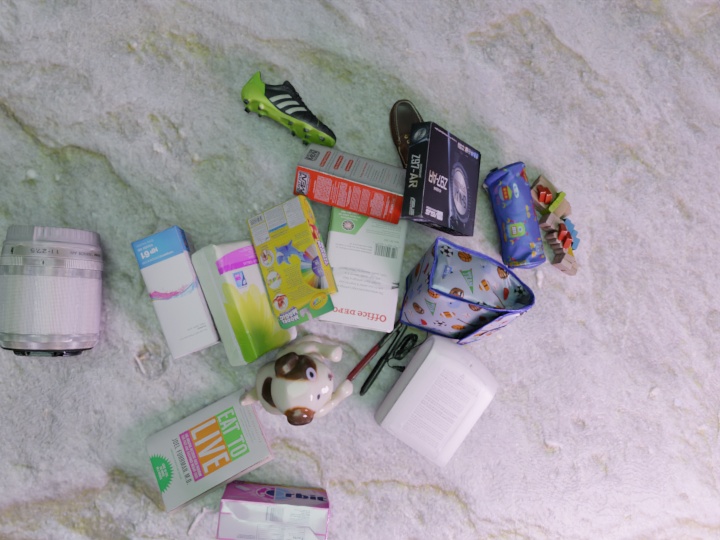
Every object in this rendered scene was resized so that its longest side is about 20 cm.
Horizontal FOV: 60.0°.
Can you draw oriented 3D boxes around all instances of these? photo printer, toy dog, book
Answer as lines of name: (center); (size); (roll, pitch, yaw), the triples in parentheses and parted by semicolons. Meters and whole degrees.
photo printer: (0.141, 0.231, 1.131); (0.164, 0.070, 0.203); (33, 96, -10)
toy dog: (-0.109, 0.184, 1.051); (0.188, 0.200, 0.144); (-4, 85, -15)
book: (-0.267, 0.314, 1.102); (0.196, 0.048, 0.136); (-27, 70, -7)

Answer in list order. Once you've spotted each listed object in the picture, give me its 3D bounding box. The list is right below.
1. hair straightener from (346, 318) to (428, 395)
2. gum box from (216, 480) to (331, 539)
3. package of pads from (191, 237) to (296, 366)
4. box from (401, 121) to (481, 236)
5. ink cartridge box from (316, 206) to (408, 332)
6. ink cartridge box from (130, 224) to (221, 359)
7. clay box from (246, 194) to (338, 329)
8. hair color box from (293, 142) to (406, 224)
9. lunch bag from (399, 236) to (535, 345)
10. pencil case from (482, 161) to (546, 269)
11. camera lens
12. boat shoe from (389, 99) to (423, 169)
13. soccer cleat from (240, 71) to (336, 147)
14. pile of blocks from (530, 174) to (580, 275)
hair straightener: (0.062, 0.155, 1.167); (0.077, 0.041, 0.201); (42, 79, -4)
gum box: (-0.144, 0.422, 1.087); (0.193, 0.113, 0.068); (8, 87, -6)
package of pads: (-0.196, 0.049, 1.081); (0.067, 0.154, 0.205); (-21, 89, 23)
box: (0.149, -0.157, 1.119); (0.043, 0.198, 0.166); (4, 85, 36)
ink cartridge box: (0.000, 0.000, 1.138); (0.141, 0.084, 0.207); (10, 86, -6)
ink cartridge box: (-0.307, 0.040, 1.070); (0.083, 0.144, 0.205); (-21, 90, -7)
clay box: (-0.114, -0.012, 1.080); (0.112, 0.047, 0.206); (-20, 84, 18)
hair color box: (-0.013, -0.158, 1.117); (0.194, 0.102, 0.062); (17, 126, 3)
lunch bag: (0.187, 0.054, 1.106); (0.195, 0.170, 0.127); (18, 64, -9)
pencil case: (0.290, -0.102, 1.179); (0.084, 0.078, 0.206); (-14, 89, 13)
camera lens: (-0.514, 0.036, 1.039); (0.155, 0.160, 0.207); (2, 87, -6)
boat shoe: (0.105, -0.226, 1.169); (0.068, 0.070, 0.206); (-16, 88, -6)
soccer cleat: (-0.125, -0.298, 1.150); (0.196, 0.068, 0.083); (28, 72, -4)
pile of blocks: (0.387, -0.090, 1.199); (0.080, 0.062, 0.205); (-24, 91, -7)
